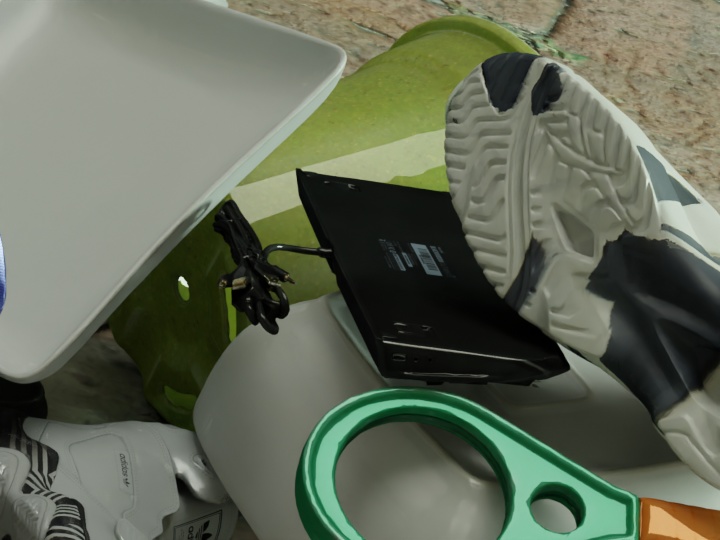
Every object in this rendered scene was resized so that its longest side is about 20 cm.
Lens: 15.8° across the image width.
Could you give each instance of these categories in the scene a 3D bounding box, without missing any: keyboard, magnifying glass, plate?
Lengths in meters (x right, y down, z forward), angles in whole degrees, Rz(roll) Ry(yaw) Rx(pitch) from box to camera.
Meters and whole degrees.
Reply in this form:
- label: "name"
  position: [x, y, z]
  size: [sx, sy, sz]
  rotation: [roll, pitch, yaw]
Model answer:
- label: "keyboard"
  position: [0.000, 0.000, 1.002]
  size: [0.127, 0.021, 0.200]
  rotation: [8, 18, -13]
- label: "magnifying glass"
  position: [0.076, 0.087, 0.906]
  size: [0.199, 0.022, 0.080]
  rotation: [12, 52, -8]
- label: "plate"
  position: [-0.129, -0.043, 1.089]
  size: [0.199, 0.032, 0.200]
  rotation: [22, 59, 41]

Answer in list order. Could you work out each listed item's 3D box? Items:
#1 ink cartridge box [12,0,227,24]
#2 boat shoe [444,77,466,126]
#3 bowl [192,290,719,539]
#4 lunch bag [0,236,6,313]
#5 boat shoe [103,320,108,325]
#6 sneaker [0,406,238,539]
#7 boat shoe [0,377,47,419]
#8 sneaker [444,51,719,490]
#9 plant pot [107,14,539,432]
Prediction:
- label: "ink cartridge box"
  position: [-0.192, -0.125, 1.294]
  size: [0.200, 0.088, 0.145]
  rotation: [-9, 23, 35]
- label: "boat shoe"
  position: [0.111, -0.006, 1.115]
  size: [0.200, 0.076, 0.060]
  rotation: [41, 28, -4]
- label: "bowl"
  position: [0.056, 0.068, 1.009]
  size: [0.199, 0.075, 0.200]
  rotation: [-3, 35, -31]
- label: "lunch bag"
  position: [-0.220, 0.025, 0.930]
  size: [0.124, 0.201, 0.170]
  rotation: [26, 23, 21]
- label: "boat shoe"
  position: [-0.107, -0.034, 1.289]
  size: [0.075, 0.093, 0.200]
  rotation: [26, 24, 19]
- label: "sneaker"
  position: [-0.087, 0.112, 0.992]
  size: [0.115, 0.075, 0.200]
  rotation: [3, 24, -28]
- label: "boat shoe"
  position: [-0.218, 0.020, 1.127]
  size: [0.201, 0.063, 0.074]
  rotation: [28, 23, 20]
- label: "sneaker"
  position: [0.120, 0.003, 0.975]
  size: [0.199, 0.080, 0.130]
  rotation: [43, 14, 22]
- label: "plant pot"
  position: [-0.014, -0.006, 1.207]
  size: [0.184, 0.201, 0.200]
  rotation: [-14, 37, -33]
